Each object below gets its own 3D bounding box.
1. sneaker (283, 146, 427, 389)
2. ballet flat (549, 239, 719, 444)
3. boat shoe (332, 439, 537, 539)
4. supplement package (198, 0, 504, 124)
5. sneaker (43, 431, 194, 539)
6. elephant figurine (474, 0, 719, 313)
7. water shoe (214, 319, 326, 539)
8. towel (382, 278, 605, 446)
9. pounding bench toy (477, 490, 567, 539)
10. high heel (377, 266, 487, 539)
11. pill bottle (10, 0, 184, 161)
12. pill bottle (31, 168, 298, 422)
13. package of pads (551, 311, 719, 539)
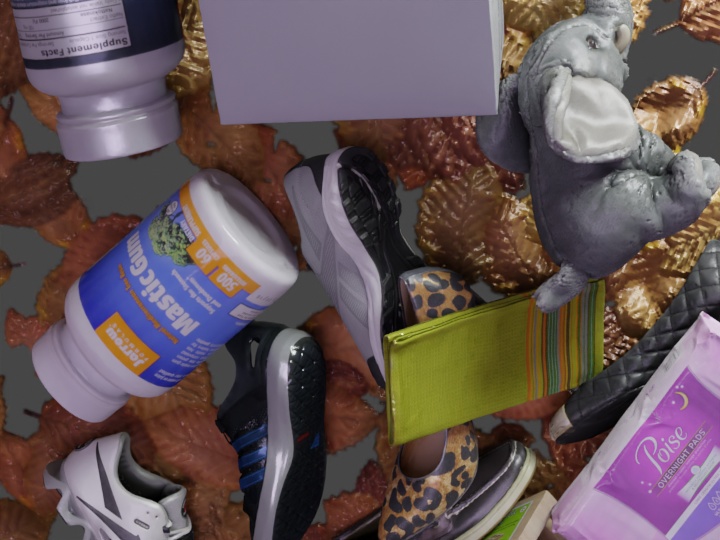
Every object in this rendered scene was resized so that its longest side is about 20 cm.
[{"bbox_3d":[0.000,0.000,1.278,0.079,0.074,0.201,-1,116,40],"label":"sneaker"},{"bbox_3d":[0.218,0.060,1.272,0.200,0.066,0.057,-43,65,13],"label":"ballet flat"},{"bbox_3d":[0.050,0.193,1.322,0.200,0.073,0.065,-41,103,18],"label":"boat shoe"},{"bbox_3d":[-0.004,-0.197,1.165,0.199,0.111,0.156,-1,127,9],"label":"supplement package"},{"bbox_3d":[-0.165,0.220,1.360,0.088,0.074,0.200,-31,101,18],"label":"sneaker"},{"bbox_3d":[0.151,-0.107,1.187,0.141,0.155,0.200,-28,102,30],"label":"elephant figurine"},{"bbox_3d":[-0.073,0.132,1.335,0.079,0.071,0.201,19,113,31],"label":"water shoe"},{"bbox_3d":[0.102,0.065,1.236,0.199,0.018,0.087,-15,109,-32],"label":"towel"},{"bbox_3d":[0.108,0.295,1.316,0.156,0.124,0.200,48,137,-9],"label":"pounding bench toy"},{"bbox_3d":[0.035,0.099,1.250,0.142,0.071,0.201,36,83,-37],"label":"high heel"},{"bbox_3d":[-0.190,-0.187,1.212,0.119,0.120,0.201,-7,107,10],"label":"pill bottle"},{"bbox_3d":[-0.153,0.025,1.277,0.200,0.112,0.112,-40,98,16],"label":"pill bottle"},{"bbox_3d":[0.238,0.141,1.216,0.120,0.076,0.200,35,106,1],"label":"package of pads"}]
